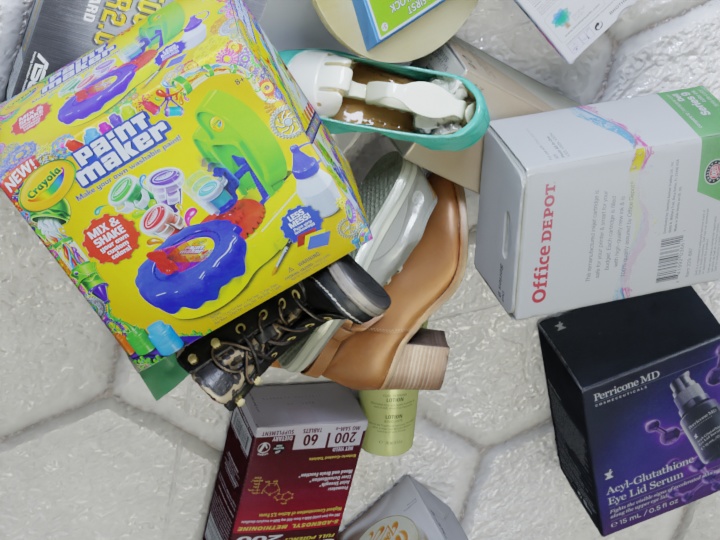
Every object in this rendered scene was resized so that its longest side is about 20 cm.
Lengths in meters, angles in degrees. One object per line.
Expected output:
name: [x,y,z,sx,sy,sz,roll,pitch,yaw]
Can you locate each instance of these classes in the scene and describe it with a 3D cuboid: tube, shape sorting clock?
tube: [0.026,0.066,1.892,0.058,0.052,0.201,-30,133,-48]
shape sorting clock: [0.030,-0.255,1.618,0.199,0.039,0.201,-9,104,-40]

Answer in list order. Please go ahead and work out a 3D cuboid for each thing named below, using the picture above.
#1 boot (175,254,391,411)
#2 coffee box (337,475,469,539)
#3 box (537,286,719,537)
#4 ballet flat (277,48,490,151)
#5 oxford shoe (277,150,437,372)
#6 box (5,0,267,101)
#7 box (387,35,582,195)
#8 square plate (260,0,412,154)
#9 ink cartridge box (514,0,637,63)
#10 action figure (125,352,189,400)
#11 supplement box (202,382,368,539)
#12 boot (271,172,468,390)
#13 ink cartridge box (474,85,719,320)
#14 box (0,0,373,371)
boot: [-0.063,0.040,1.645,0.151,0.200,0.073,-46,113,-1]
coffee box: [0.011,0.305,2.020,0.200,0.115,0.080,-40,131,10]
box: [0.257,0.123,2.001,0.147,0.104,0.201,-21,131,-8]
ballet flat: [0.004,-0.136,1.645,0.199,0.068,0.070,9,166,-6]
oxford shoe: [0.000,0.000,1.750,0.058,0.075,0.200,31,91,-32]
box: [-0.158,-0.186,1.592,0.158,0.048,0.201,15,117,-17]
box: [0.118,-0.111,1.780,0.200,0.078,0.095,22,112,-35]
square plate: [-0.038,-0.200,1.675,0.200,0.028,0.198,23,113,-35]
ink cartridge box: [0.151,-0.256,1.644,0.119,0.042,0.200,-43,139,6]
action figure: [-0.110,0.005,1.752,0.200,0.055,0.118,-33,107,-4]
supplement box: [-0.071,0.198,1.938,0.108,0.061,0.201,-2,126,-24]
boot: [0.005,0.001,1.814,0.155,0.077,0.201,8,107,-8]
ink cartridge box: [0.199,-0.055,1.748,0.199,0.088,0.146,-12,127,-19]
box: [-0.129,-0.071,1.567,0.200,0.122,0.193,-30,120,8]
